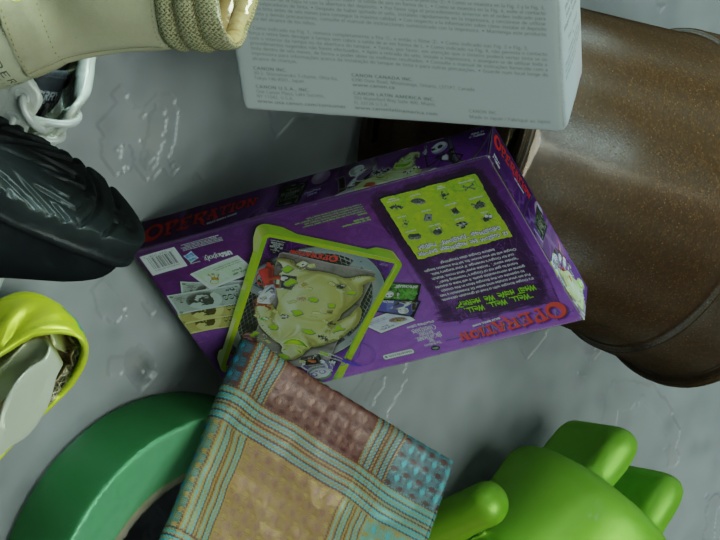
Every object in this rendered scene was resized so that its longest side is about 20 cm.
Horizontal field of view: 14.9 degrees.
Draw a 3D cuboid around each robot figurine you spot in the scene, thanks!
[{"bbox_3d":[0.098,0.182,1.565,0.175,0.116,0.200,45,74,-23],"label":"robot figurine"}]

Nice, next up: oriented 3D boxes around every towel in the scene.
[{"bbox_3d":[-0.038,0.154,1.393,0.146,0.022,0.201,32,66,-26],"label":"towel"}]

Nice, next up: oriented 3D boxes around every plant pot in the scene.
[{"bbox_3d":[0.117,-0.054,1.472,0.197,0.200,0.202,15,93,-35],"label":"plant pot"}]

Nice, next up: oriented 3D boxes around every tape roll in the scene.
[{"bbox_3d":[-0.095,0.166,1.435,0.200,0.048,0.202,-14,111,-39],"label":"tape roll"}]

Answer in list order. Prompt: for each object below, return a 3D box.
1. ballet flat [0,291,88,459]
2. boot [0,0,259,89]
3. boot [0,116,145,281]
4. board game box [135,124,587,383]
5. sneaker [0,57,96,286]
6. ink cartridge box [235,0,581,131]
[{"bbox_3d":[-0.203,0.089,1.302,0.200,0.067,0.067,-48,130,-20],"label":"ballet flat"},{"bbox_3d":[-0.112,-0.180,1.209,0.073,0.155,0.201,40,49,-57],"label":"boot"},{"bbox_3d":[-0.216,0.005,1.206,0.199,0.077,0.169,22,113,-21],"label":"boot"},{"bbox_3d":[0.000,0.000,1.382,0.120,0.199,0.032,60,28,-33],"label":"board game box"},{"bbox_3d":[-0.166,-0.073,1.281,0.073,0.071,0.201,6,99,-42],"label":"sneaker"},{"bbox_3d":[0.018,-0.155,1.265,0.057,0.161,0.201,-72,162,-47],"label":"ink cartridge box"}]
